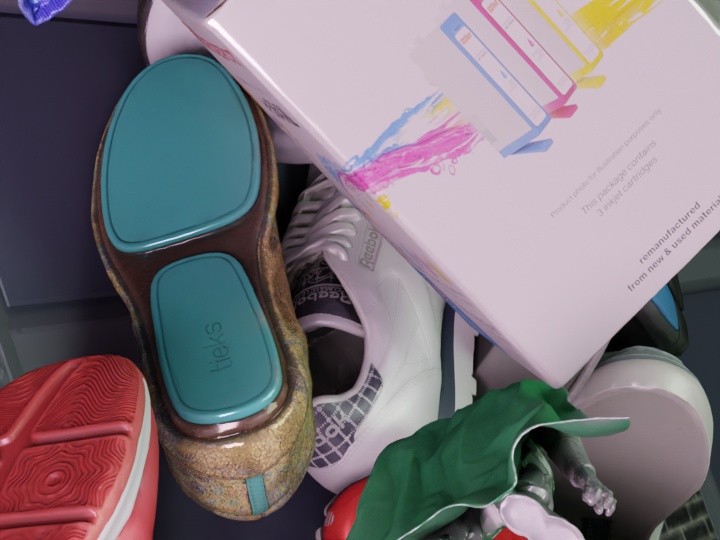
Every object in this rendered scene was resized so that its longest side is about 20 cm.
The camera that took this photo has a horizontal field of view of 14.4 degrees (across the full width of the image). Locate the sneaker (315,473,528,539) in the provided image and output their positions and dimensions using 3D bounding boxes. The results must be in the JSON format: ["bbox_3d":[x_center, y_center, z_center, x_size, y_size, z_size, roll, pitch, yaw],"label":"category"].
[{"bbox_3d":[0.076,0.128,1.017,0.200,0.077,0.085,31,-13,8],"label":"sneaker"}]

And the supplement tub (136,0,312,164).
[{"bbox_3d":[-0.019,-0.148,1.135,0.123,0.122,0.200,52,28,-34],"label":"supplement tub"}]

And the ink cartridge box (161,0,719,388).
[{"bbox_3d":[0.030,-0.081,0.976,0.200,0.125,0.129,45,-2,-14],"label":"ink cartridge box"}]

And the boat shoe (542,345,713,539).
[{"bbox_3d":[0.106,0.072,1.192,0.201,0.070,0.072,97,2,-61],"label":"boat shoe"}]

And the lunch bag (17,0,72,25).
[{"bbox_3d":[-0.134,-0.207,0.924,0.200,0.094,0.151,51,12,-38],"label":"lunch bag"}]

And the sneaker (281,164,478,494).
[{"bbox_3d":[0.000,0.000,1.118,0.080,0.076,0.200,35,36,-37],"label":"sneaker"}]

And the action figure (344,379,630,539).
[{"bbox_3d":[0.042,0.072,0.954,0.055,0.118,0.200,61,7,-5],"label":"action figure"}]

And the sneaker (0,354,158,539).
[{"bbox_3d":[-0.087,0.128,0.821,0.116,0.078,0.200,61,34,-38],"label":"sneaker"}]

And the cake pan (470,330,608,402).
[{"bbox_3d":[0.068,-0.025,1.168,0.037,0.200,0.200,17,44,-16],"label":"cake pan"}]

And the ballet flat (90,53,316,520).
[{"bbox_3d":[-0.053,0.008,0.991,0.071,0.071,0.200,48,19,-40],"label":"ballet flat"}]

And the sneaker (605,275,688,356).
[{"bbox_3d":[0.097,0.010,1.242,0.200,0.082,0.073,60,20,-84],"label":"sneaker"}]
